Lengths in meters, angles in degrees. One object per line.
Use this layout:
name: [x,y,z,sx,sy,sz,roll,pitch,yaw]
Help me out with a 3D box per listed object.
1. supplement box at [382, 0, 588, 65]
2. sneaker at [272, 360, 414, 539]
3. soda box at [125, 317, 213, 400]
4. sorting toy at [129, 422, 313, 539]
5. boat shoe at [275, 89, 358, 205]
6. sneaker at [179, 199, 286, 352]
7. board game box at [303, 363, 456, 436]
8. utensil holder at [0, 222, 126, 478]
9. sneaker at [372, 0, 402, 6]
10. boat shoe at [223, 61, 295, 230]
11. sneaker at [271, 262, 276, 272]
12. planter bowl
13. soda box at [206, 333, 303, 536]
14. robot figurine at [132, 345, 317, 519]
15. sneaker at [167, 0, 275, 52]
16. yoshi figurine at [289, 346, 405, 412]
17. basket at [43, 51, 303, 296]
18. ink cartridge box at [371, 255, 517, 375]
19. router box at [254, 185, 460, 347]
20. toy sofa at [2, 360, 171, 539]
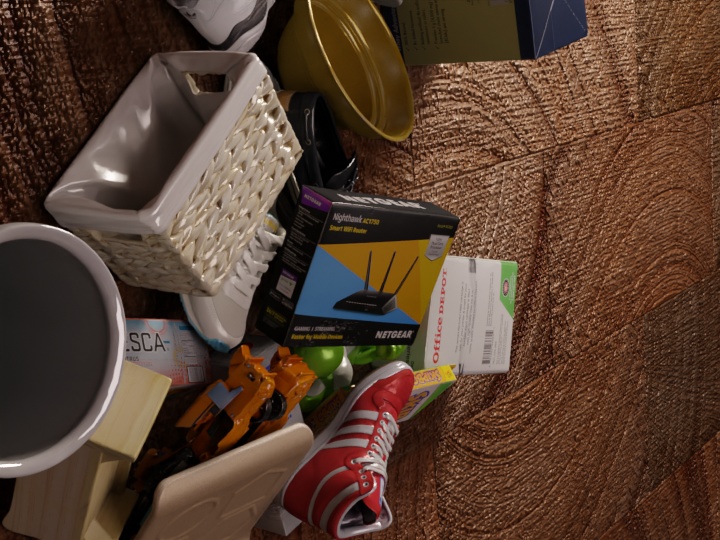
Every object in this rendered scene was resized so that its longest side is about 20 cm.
supplement box: [0.137,-0.350,1.360,0.134,0.199,0.201,-30,117,-47]
sneaker: [0.013,0.186,1.188,0.200,0.112,0.071,-46,138,-19]
soda box: [-0.224,0.080,1.031,0.199,0.068,0.064,6,67,-53]
sorting toy: [-0.149,0.230,1.103,0.185,0.037,0.201,-18,147,-43]
boat shoe: [-0.032,-0.092,1.175,0.201,0.062,0.075,67,30,-25]
sneaker: [-0.119,-0.019,1.115,0.076,0.080,0.201,42,41,-48]
board game box: [0.024,0.150,1.325,0.199,0.096,0.030,-10,63,-47]
utensil holder: [-0.296,0.048,0.836,0.169,0.199,0.171,-6,98,-52]
sneaker: [-0.003,-0.374,1.280,0.200,0.070,0.100,35,72,-44]
boat shoe: [-0.086,-0.122,1.204,0.074,0.064,0.203,-33,118,-47]
sneaker: [-0.021,-0.021,1.284,0.200,0.079,0.076,-40,155,-53]
planter bowl: [-0.030,-0.212,1.229,0.200,0.083,0.201,44,34,-40]
soda box: [-0.101,0.170,1.218,0.068,0.063,0.201,-34,120,-45]
robot figurine: [-0.135,0.157,1.106,0.200,0.058,0.145,-48,157,16]
sneaker: [-0.124,-0.315,1.123,0.115,0.075,0.201,32,72,-52]
yoshi figurine: [-0.016,0.069,1.295,0.200,0.112,0.112,-47,113,-36]
basket: [-0.160,-0.086,1.058,0.201,0.135,0.124,-61,140,-29]
ink cartridge box: [0.108,0.054,1.463,0.199,0.084,0.147,5,91,-53]
router box: [0.000,0.000,1.170,0.199,0.051,0.150,2,112,-49]
toy sofa: [-0.228,0.154,0.968,0.200,0.097,0.083,113,-1,-46]
